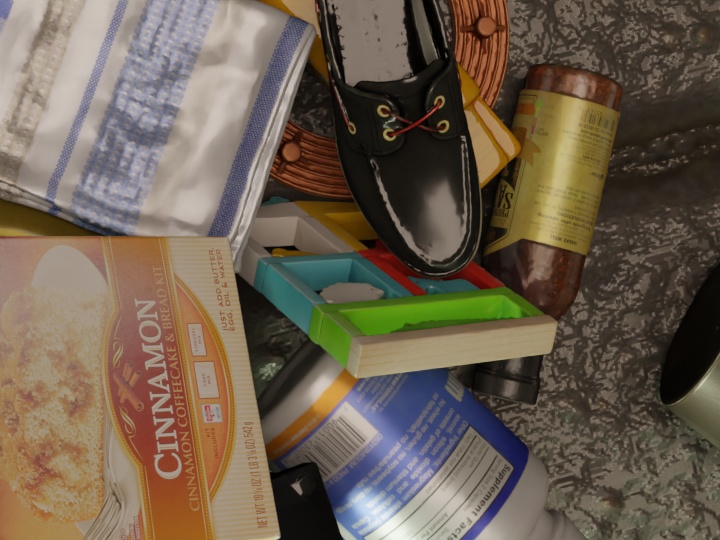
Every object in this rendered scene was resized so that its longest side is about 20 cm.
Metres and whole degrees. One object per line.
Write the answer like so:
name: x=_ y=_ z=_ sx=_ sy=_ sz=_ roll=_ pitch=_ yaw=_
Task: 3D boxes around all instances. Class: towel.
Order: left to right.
towel: x=-0.134 y=-0.095 z=0.910 sx=0.199 sy=0.024 sz=0.148 roll=21 pitch=87 yaw=-6

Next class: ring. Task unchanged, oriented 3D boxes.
ring: x=-0.005 y=-0.144 z=1.054 sx=0.199 sy=0.019 sz=0.202 roll=0 pitch=90 yaw=-9

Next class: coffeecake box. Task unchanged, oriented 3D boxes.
coffeecake box: x=-0.152 y=0.067 z=0.816 sx=0.199 sy=0.073 sz=0.155 roll=-1 pitch=70 yaw=-30

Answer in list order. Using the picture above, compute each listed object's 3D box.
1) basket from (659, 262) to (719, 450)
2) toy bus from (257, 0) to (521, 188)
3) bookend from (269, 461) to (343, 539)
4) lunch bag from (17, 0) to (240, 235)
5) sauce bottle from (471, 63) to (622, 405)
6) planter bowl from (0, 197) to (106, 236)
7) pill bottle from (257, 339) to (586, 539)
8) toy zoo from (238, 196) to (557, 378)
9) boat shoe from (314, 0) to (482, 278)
basket: x=0.293 y=0.079 z=1.052 sx=0.199 sy=0.136 sz=0.181 roll=27 pitch=85 yaw=-5
toy bus: x=0.007 y=-0.125 z=1.002 sx=0.065 sy=0.078 sz=0.200 roll=-42 pitch=92 yaw=0
bookend: x=-0.128 y=0.179 z=0.969 sx=0.197 sy=0.200 sz=0.093 roll=-20 pitch=94 yaw=-20
lunch bag: x=-0.175 y=-0.108 z=0.979 sx=0.199 sy=0.118 sz=0.165 roll=25 pitch=94 yaw=-3
sauce bottle: x=0.107 y=-0.021 z=1.050 sx=0.065 sy=0.066 sz=0.202 roll=14 pitch=87 yaw=-9
planter bowl: x=-0.195 y=0.060 z=0.914 sx=0.198 sy=0.084 sz=0.202 roll=-1 pitch=105 yaw=-3
pill bottle: x=0.037 y=0.122 z=1.011 sx=0.200 sy=0.112 sz=0.112 roll=43 pitch=85 yaw=-8
toy zoo: x=0.000 y=0.000 z=0.979 sx=0.130 sy=0.200 sz=0.021 roll=-4 pitch=117 yaw=-33
boat shoe: x=0.018 y=-0.093 z=0.935 sx=0.073 sy=0.063 sz=0.203 roll=-15 pitch=94 yaw=-2
